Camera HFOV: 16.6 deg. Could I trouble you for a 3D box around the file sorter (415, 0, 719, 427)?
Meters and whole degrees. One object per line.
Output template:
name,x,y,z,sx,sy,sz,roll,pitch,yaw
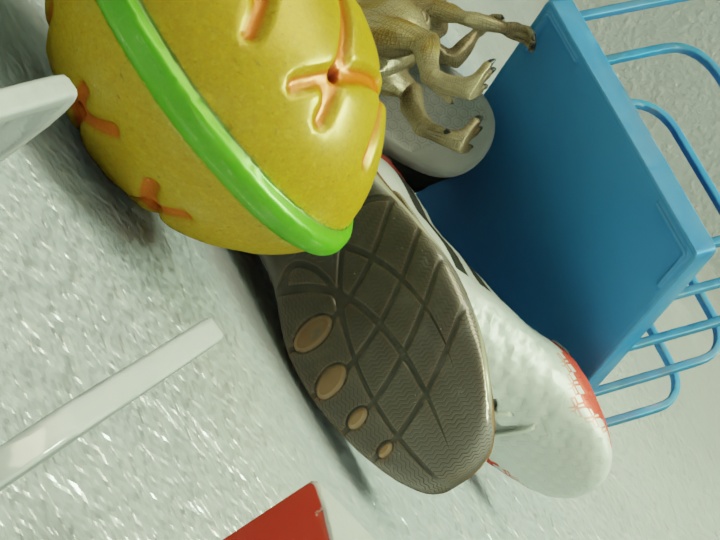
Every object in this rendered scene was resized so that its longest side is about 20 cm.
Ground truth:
file sorter,0.126,-0.024,1.180,0.122,0.200,0.139,-15,65,-31

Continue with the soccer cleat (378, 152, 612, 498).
soccer cleat,0.037,0.030,1.093,0.200,0.069,0.085,52,20,-9

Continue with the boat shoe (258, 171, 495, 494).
boat shoe,0.000,0.000,0.985,0.200,0.076,0.072,63,10,21

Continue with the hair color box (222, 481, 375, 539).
hair color box,0.029,0.162,0.670,0.200,0.064,0.111,50,12,-36

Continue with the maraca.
maraca,-0.063,-0.089,0.866,0.200,0.107,0.137,53,12,-16

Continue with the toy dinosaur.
toy dinosaur,0.010,-0.095,1.087,0.101,0.058,0.200,32,39,15

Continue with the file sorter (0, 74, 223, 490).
file sorter,-0.128,-0.029,0.369,0.200,0.124,0.139,57,11,-1

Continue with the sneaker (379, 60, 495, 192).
sneaker,-0.034,-0.098,1.163,0.200,0.071,0.099,37,-20,0
